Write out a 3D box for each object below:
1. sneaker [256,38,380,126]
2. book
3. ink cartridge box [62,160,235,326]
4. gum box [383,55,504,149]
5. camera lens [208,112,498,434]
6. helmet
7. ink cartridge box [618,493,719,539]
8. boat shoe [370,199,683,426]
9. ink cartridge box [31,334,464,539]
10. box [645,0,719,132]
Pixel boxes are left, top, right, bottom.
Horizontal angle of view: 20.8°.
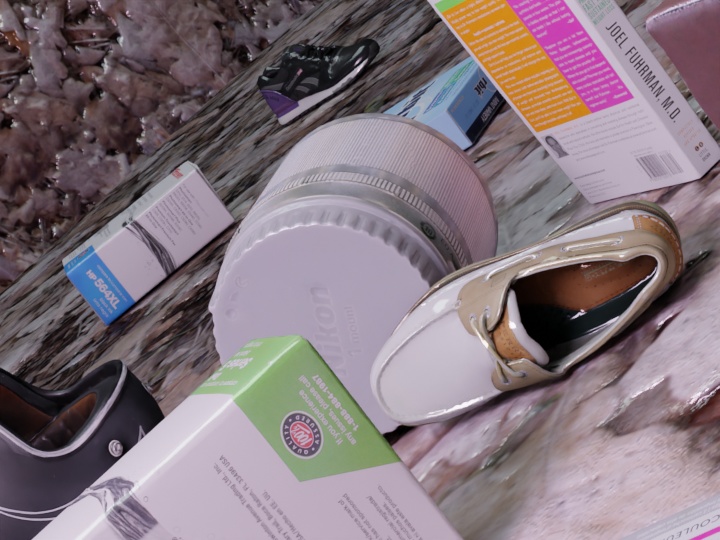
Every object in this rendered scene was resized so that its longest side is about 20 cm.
[{"bbox_3d":[-0.065,-0.278,2.698,0.199,0.088,0.076,-30,14,35],"label":"sneaker"},{"bbox_3d":[0.133,-0.136,1.265,0.048,0.200,0.133,-42,13,-21],"label":"book"},{"bbox_3d":[-0.254,-0.036,2.354,0.200,0.085,0.146,-38,11,-3],"label":"ink cartridge box"},{"bbox_3d":[0.050,-0.130,1.886,0.199,0.045,0.170,-31,14,36],"label":"gum box"},{"bbox_3d":[0.000,0.000,1.248,0.159,0.160,0.200,-33,13,22],"label":"camera lens"},{"bbox_3d":[-0.214,0.148,1.263,0.200,0.189,0.202,-168,90,-79],"label":"helmet"},{"bbox_3d":[0.105,0.147,0.609,0.103,0.059,0.200,-31,14,31],"label":"ink cartridge box"},{"bbox_3d":[0.087,0.027,1.094,0.199,0.075,0.068,-34,6,15],"label":"boat shoe"},{"bbox_3d":[-0.067,0.149,0.912,0.200,0.146,0.084,-41,12,-18],"label":"ink cartridge box"},{"bbox_3d":[0.244,-0.071,0.676,0.166,0.200,0.164,-44,13,-26],"label":"box"}]
